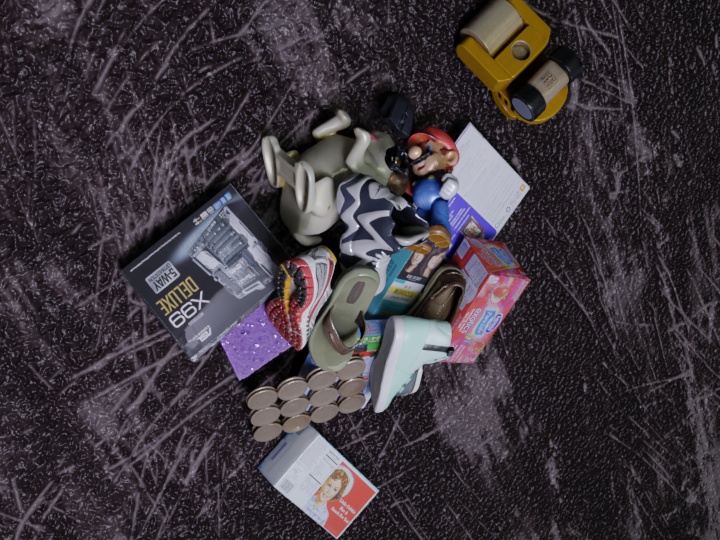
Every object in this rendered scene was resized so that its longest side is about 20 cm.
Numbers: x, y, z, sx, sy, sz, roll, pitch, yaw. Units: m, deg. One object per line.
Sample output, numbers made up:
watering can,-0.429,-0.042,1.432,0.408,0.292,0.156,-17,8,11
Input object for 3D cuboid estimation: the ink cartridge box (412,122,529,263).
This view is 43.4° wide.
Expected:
ink cartridge box,0.173,-0.120,1.529,0.199,0.043,0.199,37,88,-39

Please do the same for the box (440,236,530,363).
box,0.185,0.053,1.537,0.094,0.100,0.202,7,127,-33

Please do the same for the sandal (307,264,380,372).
sandal,-0.024,0.079,1.298,0.078,0.058,0.203,-1,135,-23

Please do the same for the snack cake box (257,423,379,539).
snack cake box,-0.070,0.360,1.558,0.115,0.067,0.200,-47,127,-10

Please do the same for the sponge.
sponge,-0.123,0.065,1.351,0.199,0.030,0.113,-34,127,-15

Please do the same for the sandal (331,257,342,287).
sandal,0.000,0.000,1.396,0.201,0.044,0.076,-58,142,-52

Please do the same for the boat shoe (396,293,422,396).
boat shoe,0.074,0.128,1.552,0.061,0.073,0.203,-11,120,-33

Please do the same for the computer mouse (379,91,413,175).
computer mouse,0.058,-0.207,1.339,0.034,0.202,0.059,-31,124,25

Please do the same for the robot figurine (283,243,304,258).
robot figurine,-0.100,0.039,1.410,0.198,0.058,0.147,25,94,-38

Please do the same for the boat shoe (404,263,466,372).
boat shoe,0.110,0.090,1.471,0.074,0.075,0.205,18,111,-16

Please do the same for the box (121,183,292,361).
box,-0.210,0.003,1.275,0.199,0.050,0.158,-39,85,-13

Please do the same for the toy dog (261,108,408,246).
toy dog,-0.021,-0.136,1.341,0.198,0.139,0.197,-22,121,-26

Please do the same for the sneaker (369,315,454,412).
sneaker,0.083,0.155,1.430,0.116,0.074,0.202,3,133,-16

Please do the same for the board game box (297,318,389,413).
board game box,-0.025,0.159,1.472,0.149,0.037,0.201,-2,138,-32

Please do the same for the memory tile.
memory tile,-0.084,0.206,1.448,0.197,0.017,0.155,-17,142,-12

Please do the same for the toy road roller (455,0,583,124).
toy road roller,0.248,-0.327,1.465,0.123,0.146,0.200,-44,89,-9

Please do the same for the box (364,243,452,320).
box,0.061,0.018,1.475,0.082,0.049,0.202,12,117,-47

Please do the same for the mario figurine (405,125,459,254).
mario figurine,0.094,-0.135,1.385,0.106,0.121,0.203,68,24,-62

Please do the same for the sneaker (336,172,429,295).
sneaker,0.040,-0.033,1.273,0.079,0.128,0.202,-32,132,-39

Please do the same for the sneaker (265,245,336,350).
sneaker,-0.075,0.041,1.267,0.082,0.078,0.201,-35,162,-32
